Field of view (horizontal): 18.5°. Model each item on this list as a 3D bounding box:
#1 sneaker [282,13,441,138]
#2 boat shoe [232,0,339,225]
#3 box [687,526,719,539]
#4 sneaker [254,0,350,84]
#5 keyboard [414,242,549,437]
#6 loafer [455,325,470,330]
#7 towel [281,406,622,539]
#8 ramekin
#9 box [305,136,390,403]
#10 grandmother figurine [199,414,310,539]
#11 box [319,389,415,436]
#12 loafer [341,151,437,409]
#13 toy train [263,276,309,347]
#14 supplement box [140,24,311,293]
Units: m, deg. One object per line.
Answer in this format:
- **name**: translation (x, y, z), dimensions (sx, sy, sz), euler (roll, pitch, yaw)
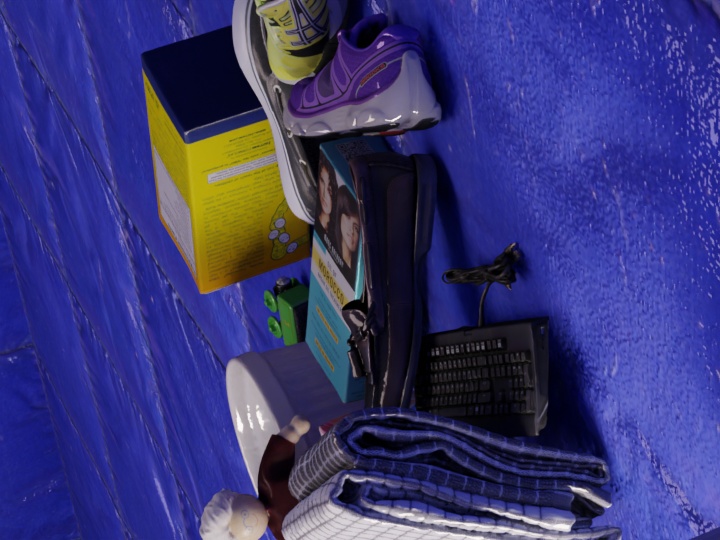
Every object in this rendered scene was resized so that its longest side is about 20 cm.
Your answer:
- **sneaker**: translation (0.005, -0.135, 1.546), dimensions (0.200, 0.080, 0.084), euler (178, 90, -67)
- **boat shoe**: translation (-0.041, -0.132, 1.704), dimensions (0.057, 0.069, 0.201), euler (3, 114, 53)
- **box**: translation (0.177, 0.240, 1.124), dimensions (0.177, 0.199, 0.097), euler (-124, 21, -45)
- **sneaker**: translation (-0.050, -0.201, 1.581), dimensions (0.076, 0.076, 0.200), euler (64, 158, 24)
- **keyboard**: translation (0.077, 0.050, 1.487), dimensions (0.200, 0.021, 0.128), euler (166, 105, -67)
- **loafer**: translation (0.081, 0.128, 1.588), dimensions (0.072, 0.063, 0.201), euler (-115, 32, -57)
- **towel**: translation (0.059, 0.152, 1.465), dimensions (0.166, 0.199, 0.086), euler (129, 149, -67)
- **ramekin**: translation (-0.033, 0.155, 1.930), dimensions (0.200, 0.105, 0.201), euler (161, 90, -75)
- **box**: translation (0.000, 0.000, 1.680), dimensions (0.082, 0.049, 0.200), euler (-124, 29, -43)
- **grandmother figurine**: translation (-0.038, 0.177, 1.789), dimensions (0.061, 0.199, 0.122), euler (129, 120, -72)
- **box**: translation (0.049, 0.204, 1.708), dimensions (0.095, 0.102, 0.201), euler (-149, 43, -67)
- **loafer**: translation (0.011, 0.015, 1.556), dimensions (0.072, 0.063, 0.201), euler (-154, 70, -77)
- **toy train**: translation (-0.051, 0.094, 2.047), dimensions (0.056, 0.042, 0.201), euler (37, 145, 46)
- **supplement box**: translation (-0.113, -0.097, 1.894), dimensions (0.200, 0.109, 0.109), euler (89, 156, -48)
